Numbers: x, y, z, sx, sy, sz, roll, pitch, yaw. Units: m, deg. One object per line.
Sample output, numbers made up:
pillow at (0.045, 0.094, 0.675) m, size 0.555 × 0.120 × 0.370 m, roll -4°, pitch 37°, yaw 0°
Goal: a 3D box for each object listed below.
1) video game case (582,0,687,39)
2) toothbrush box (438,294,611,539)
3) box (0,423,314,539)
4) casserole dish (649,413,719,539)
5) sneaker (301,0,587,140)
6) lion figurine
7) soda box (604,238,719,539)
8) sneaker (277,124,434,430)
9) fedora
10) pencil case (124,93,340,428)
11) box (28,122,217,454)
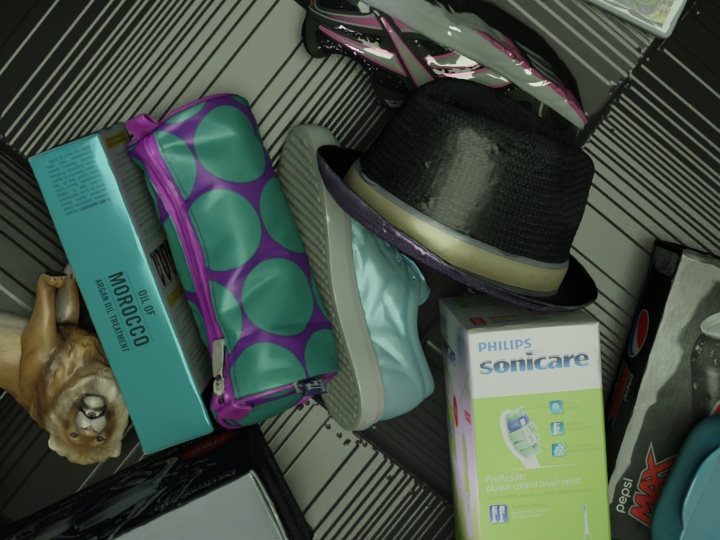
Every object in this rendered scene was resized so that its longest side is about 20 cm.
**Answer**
video game case at (0.151, -0.276, 1.107) m, size 0.200 × 0.023 × 0.182 m, roll 25°, pitch 94°, yaw -8°
toothbrush box at (0.105, 0.122, 1.089) m, size 0.086 × 0.146 × 0.201 m, roll -3°, pitch 98°, yaw -4°
box at (-0.134, 0.189, 1.059) m, size 0.200 × 0.182 × 0.104 m, roll -26°, pitch 99°, yaw -2°
casserole dish at (0.251, 0.158, 1.114) m, size 0.200 × 0.039 × 0.121 m, roll 29°, pitch 86°, yaw -45°
sneaker at (0.051, -0.135, 1.100) m, size 0.200 × 0.080 × 0.086 m, roll 31°, pitch 116°, yaw -9°
lion figurine at (-0.241, 0.050, 1.099) m, size 0.199 × 0.072 × 0.123 m, roll 12°, pitch 104°, yaw 8°
soda box at (0.208, 0.085, 1.134) m, size 0.071 × 0.063 × 0.201 m, roll 16°, pitch 96°, yaw -6°
sneaker at (0.000, 0.000, 1.115) m, size 0.082 × 0.074 × 0.201 m, roll -13°, pitch 93°, yaw -33°
fedora at (0.076, -0.056, 1.037) m, size 0.200 × 0.201 × 0.092 m, roll 26°, pitch 108°, yaw -7°
pencil case at (-0.081, -0.006, 1.069) m, size 0.085 × 0.092 × 0.200 m, roll -26°, pitch 81°, yaw 42°
box at (-0.145, 0.009, 1.085) m, size 0.049 × 0.082 × 0.200 m, roll -19°, pitch 98°, yaw 7°
